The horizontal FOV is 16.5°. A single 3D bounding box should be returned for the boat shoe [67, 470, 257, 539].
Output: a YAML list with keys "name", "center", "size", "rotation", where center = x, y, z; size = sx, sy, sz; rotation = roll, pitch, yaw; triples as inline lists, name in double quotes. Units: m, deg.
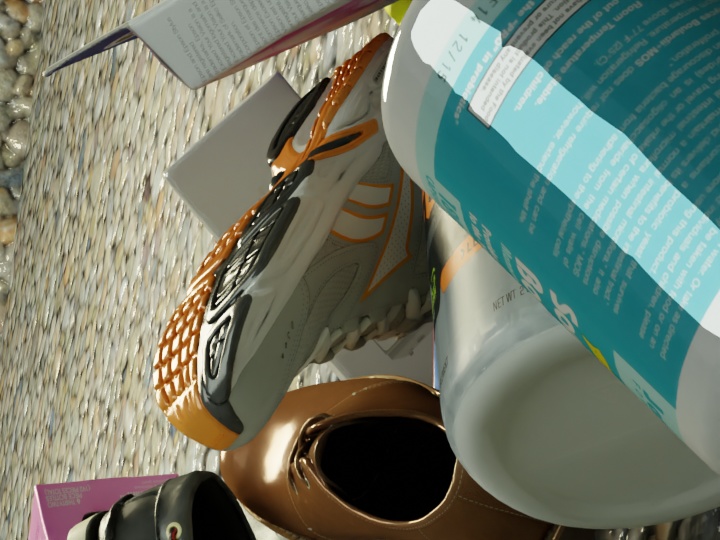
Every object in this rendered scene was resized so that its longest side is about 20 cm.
- name: "boat shoe"
  center: [-0.040, 0.174, 0.953]
  size: [0.202, 0.063, 0.074]
  rotation: [64, -158, 2]

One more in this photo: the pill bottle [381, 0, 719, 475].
- name: "pill bottle"
  center: [0.103, -0.015, 0.679]
  size: [0.200, 0.111, 0.111]
  rotation: [46, 132, 34]

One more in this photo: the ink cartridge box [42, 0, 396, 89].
- name: "ink cartridge box"
  center: [0.004, -0.123, 0.966]
  size: [0.200, 0.043, 0.196]
  rotation: [-29, 2, 29]

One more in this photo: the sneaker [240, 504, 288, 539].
- name: "sneaker"
  center: [-0.016, 0.126, 1.036]
  size: [0.092, 0.076, 0.200]
  rotation: [-60, 14, -17]

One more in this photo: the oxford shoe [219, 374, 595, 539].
- name: "oxford shoe"
  center: [-0.001, 0.068, 0.913]
  size: [0.200, 0.071, 0.071]
  rotation: [-1, 74, 54]

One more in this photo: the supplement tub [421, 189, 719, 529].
- name: "supplement tub"
  center: [0.081, -0.024, 0.842]
  size: [0.123, 0.122, 0.200]
  rotation: [114, 159, -45]

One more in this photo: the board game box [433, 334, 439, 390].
- name: "board game box"
  center: [0.073, -0.048, 0.989]
  size: [0.103, 0.019, 0.200]
  rotation: [-20, 55, 34]

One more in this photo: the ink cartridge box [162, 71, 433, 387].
- name: "ink cartridge box"
  center: [0.005, 0.012, 1.062]
  size: [0.067, 0.200, 0.116]
  rotation: [-42, 5, -2]

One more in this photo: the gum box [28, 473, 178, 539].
- name: "gum box"
  center: [-0.109, 0.192, 1.087]
  size: [0.114, 0.066, 0.200]
  rotation: [-111, 25, -44]

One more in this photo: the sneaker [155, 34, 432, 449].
- name: "sneaker"
  center: [0.000, 0.000, 0.902]
  size: [0.076, 0.092, 0.200]
  rotation: [-37, 18, 45]

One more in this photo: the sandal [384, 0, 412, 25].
- name: "sandal"
  center: [0.057, -0.073, 1.093]
  size: [0.087, 0.079, 0.200]
  rotation: [61, -163, -55]
